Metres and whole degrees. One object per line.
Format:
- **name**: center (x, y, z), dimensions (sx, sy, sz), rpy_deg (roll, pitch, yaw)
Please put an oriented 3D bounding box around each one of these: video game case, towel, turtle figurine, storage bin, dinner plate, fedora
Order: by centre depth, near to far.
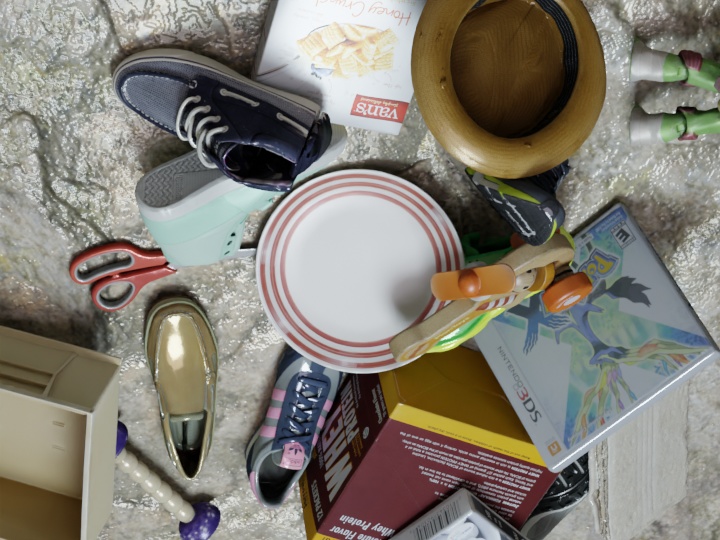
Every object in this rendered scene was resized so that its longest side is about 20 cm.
- **fedora**: center (0.117, -0.172, 1.476), dimensions (0.200, 0.082, 0.201), rpy_deg (3, 82, -24)
- **turtle figurine**: center (0.346, -0.170, 1.548), dimensions (0.193, 0.201, 0.144), rpy_deg (3, 151, 13)
- **dinner plate**: center (0.000, 0.000, 1.617), dimensions (0.199, 0.024, 0.201), rpy_deg (1, 105, 3)
- **video game case**: center (0.219, 0.064, 1.637), dimensions (0.200, 0.183, 0.022), rpy_deg (-38, 151, 18)
- **storage bin**: center (-0.337, 0.163, 1.638), dimensions (0.198, 0.094, 0.201), rpy_deg (14, 125, 8)
- **towel**: center (0.294, 0.191, 1.788), dimensions (0.132, 0.034, 0.201), rpy_deg (-30, 131, -31)

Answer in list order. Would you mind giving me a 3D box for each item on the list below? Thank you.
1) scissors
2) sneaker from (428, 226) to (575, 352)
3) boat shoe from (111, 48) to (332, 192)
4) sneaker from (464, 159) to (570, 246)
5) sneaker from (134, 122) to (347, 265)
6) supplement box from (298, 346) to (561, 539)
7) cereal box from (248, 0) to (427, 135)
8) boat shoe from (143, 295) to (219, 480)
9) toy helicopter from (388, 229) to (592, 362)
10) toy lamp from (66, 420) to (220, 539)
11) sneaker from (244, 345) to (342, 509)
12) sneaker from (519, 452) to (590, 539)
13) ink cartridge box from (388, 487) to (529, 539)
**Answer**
- **scissors**: center (-0.176, -0.013, 1.616), dimensions (0.199, 0.014, 0.073), rpy_deg (-18, 124, 6)
- **sneaker**: center (0.111, 0.008, 1.649), dimensions (0.200, 0.074, 0.084), rpy_deg (-36, 105, 14)
- **boat shoe**: center (-0.128, -0.129, 1.461), dimensions (0.199, 0.093, 0.075), rpy_deg (15, 122, 5)
- **sneaker**: center (0.149, -0.083, 1.517), dimensions (0.081, 0.200, 0.074), rpy_deg (-41, 107, 4)
- **sneaker**: center (-0.104, -0.074, 1.560), dimensions (0.200, 0.074, 0.118), rpy_deg (-23, 149, -8)
- **supplement box**: center (0.068, 0.191, 1.726), dimensions (0.197, 0.133, 0.200), rpy_deg (19, 120, -21)
- **cereal box**: center (-0.006, -0.220, 1.478), dimensions (0.143, 0.040, 0.200), rpy_deg (9, 123, -14)
- **boat shoe**: center (-0.170, 0.120, 1.673), dimensions (0.071, 0.076, 0.201), rpy_deg (-8, 126, -3)
- **toy helicopter**: center (0.105, 0.027, 1.551), dimensions (0.200, 0.079, 0.132), rpy_deg (-34, 163, 20)
- **toy lamp**: center (-0.224, 0.209, 1.742), dimensions (0.058, 0.058, 0.200), rpy_deg (-35, 123, 16)
- **sneaker**: center (-0.061, 0.154, 1.711), dimensions (0.070, 0.082, 0.200), rpy_deg (11, 123, -16)
- **sneaker**: center (0.187, 0.251, 1.836), dimensions (0.200, 0.074, 0.079), rpy_deg (-44, 156, 12)
- **ink cartridge box**: center (0.095, 0.329, 1.721), dimensions (0.198, 0.043, 0.200), rpy_deg (-38, 124, 19)
